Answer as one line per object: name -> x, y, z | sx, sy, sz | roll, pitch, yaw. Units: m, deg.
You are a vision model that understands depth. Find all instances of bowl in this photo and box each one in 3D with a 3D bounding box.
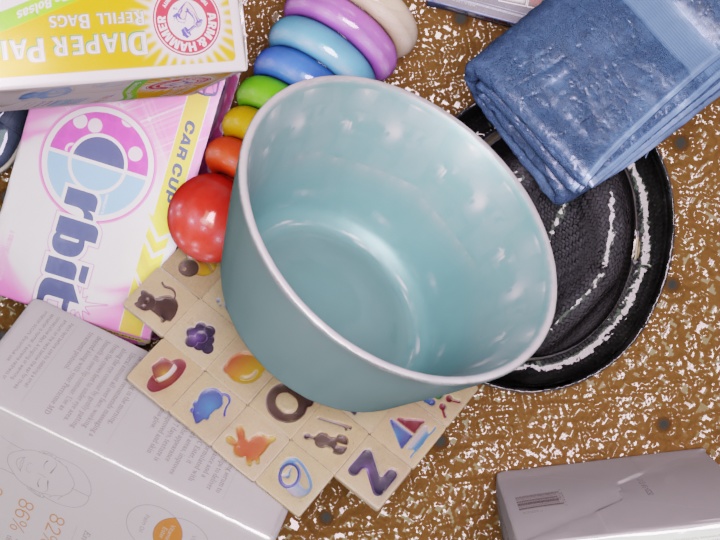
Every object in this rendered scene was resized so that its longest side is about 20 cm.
bowl -> 0.000, 0.000, 0.833 | 0.201, 0.201, 0.105 | 42, 134, -2

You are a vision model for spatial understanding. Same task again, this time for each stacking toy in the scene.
stacking toy -> -0.048, -0.090, 0.904 | 0.085, 0.085, 0.200 | 32, 78, -1

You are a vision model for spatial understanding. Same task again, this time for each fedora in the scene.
fedora -> 0.113, -0.018, 0.925 | 0.200, 0.092, 0.202 | 0, 94, 2

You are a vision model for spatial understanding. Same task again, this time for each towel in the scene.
towel -> 0.166, -0.136, 0.875 | 0.200, 0.049, 0.112 | -37, 80, -11

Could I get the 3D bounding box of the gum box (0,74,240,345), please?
gum box -> -0.159, -0.058, 0.943 | 0.113, 0.066, 0.201 | 17, 94, 1

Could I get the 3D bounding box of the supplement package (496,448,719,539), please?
supplement package -> 0.168, 0.231, 0.893 | 0.146, 0.191, 0.201 | -7, 93, 3

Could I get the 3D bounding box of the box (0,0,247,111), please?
box -> -0.175, -0.146, 0.814 | 0.199, 0.112, 0.102 | -8, 92, -24

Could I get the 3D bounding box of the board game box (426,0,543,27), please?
board game box -> 0.155, -0.211, 0.939 | 0.199, 0.035, 0.136 | 14, 95, 1

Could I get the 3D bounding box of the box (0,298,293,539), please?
box -> -0.152, 0.140, 0.911 | 0.199, 0.106, 0.153 | 26, 123, -1

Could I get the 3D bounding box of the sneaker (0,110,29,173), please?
sneaker -> -0.249, -0.159, 0.930 | 0.075, 0.085, 0.201 | -1, 94, 2

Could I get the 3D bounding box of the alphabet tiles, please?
alphabet tiles -> -0.036, 0.046, 0.891 | 0.200, 0.006, 0.167 | 37, 68, 11
